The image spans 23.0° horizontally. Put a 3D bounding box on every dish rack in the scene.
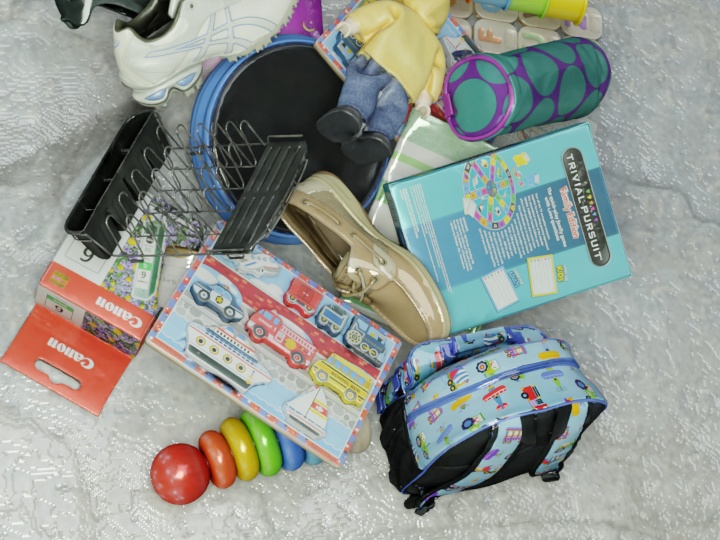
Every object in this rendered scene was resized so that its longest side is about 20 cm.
[{"bbox_3d":[-0.147,-0.074,1.562,0.199,0.055,0.154,0,51,33],"label":"dish rack"}]

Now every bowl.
[{"bbox_3d":[-0.063,-0.125,1.685,0.199,0.039,0.202,0,91,-21],"label":"bowl"}]

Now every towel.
[{"bbox_3d":[0.079,-0.032,1.686,0.152,0.023,0.201,23,91,-8],"label":"towel"}]

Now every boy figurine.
[{"bbox_3d":[0.027,-0.201,1.650,0.124,0.064,0.201,37,59,-24],"label":"boy figurine"}]

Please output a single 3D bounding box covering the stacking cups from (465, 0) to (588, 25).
[{"bbox_3d":[0.135,-0.294,1.829,0.198,0.061,0.061,5,66,-9],"label":"stacking cups"}]

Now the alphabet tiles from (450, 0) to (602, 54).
[{"bbox_3d":[0.163,-0.238,1.851,0.194,0.015,0.201,8,67,-12],"label":"alphabet tiles"}]

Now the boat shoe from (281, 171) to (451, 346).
[{"bbox_3d":[0.000,0.000,1.623,0.200,0.071,0.064,47,47,13],"label":"boat shoe"}]

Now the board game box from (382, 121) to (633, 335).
[{"bbox_3d":[0.137,-0.038,1.659,0.199,0.047,0.152,-17,95,-6],"label":"board game box"}]

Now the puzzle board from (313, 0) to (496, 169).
[{"bbox_3d":[0.062,-0.192,1.720,0.200,0.017,0.151,48,58,-15],"label":"puzzle board"}]

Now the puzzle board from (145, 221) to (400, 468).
[{"bbox_3d":[-0.071,0.061,1.545,0.199,0.017,0.151,34,49,-7],"label":"puzzle board"}]

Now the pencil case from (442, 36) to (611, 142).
[{"bbox_3d":[0.160,-0.178,1.709,0.199,0.092,0.086,-16,105,-51],"label":"pencil case"}]

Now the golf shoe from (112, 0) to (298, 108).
[{"bbox_3d":[-0.141,-0.237,1.627,0.200,0.098,0.078,-39,50,-17],"label":"golf shoe"}]

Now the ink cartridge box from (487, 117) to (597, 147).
[{"bbox_3d":[0.133,-0.102,1.774,0.159,0.047,0.201,28,57,-2],"label":"ink cartridge box"}]

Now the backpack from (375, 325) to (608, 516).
[{"bbox_3d":[0.119,0.120,1.585,0.181,0.200,0.135,-11,71,-18],"label":"backpack"}]

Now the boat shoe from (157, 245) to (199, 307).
[{"bbox_3d":[-0.099,0.036,1.629,0.199,0.071,0.070,19,86,-26],"label":"boat shoe"}]

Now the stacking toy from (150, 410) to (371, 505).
[{"bbox_3d":[-0.095,0.155,1.588,0.199,0.085,0.086,-20,74,-15],"label":"stacking toy"}]

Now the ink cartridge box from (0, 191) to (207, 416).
[{"bbox_3d":[-0.233,0.019,1.614,0.108,0.050,0.201,29,62,-2],"label":"ink cartridge box"}]

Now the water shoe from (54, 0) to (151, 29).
[{"bbox_3d":[-0.194,-0.269,1.666,0.199,0.071,0.080,-10,96,-19],"label":"water shoe"}]

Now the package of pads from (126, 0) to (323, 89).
[{"bbox_3d":[-0.135,-0.239,1.736,0.198,0.076,0.121,-2,71,-16],"label":"package of pads"}]
